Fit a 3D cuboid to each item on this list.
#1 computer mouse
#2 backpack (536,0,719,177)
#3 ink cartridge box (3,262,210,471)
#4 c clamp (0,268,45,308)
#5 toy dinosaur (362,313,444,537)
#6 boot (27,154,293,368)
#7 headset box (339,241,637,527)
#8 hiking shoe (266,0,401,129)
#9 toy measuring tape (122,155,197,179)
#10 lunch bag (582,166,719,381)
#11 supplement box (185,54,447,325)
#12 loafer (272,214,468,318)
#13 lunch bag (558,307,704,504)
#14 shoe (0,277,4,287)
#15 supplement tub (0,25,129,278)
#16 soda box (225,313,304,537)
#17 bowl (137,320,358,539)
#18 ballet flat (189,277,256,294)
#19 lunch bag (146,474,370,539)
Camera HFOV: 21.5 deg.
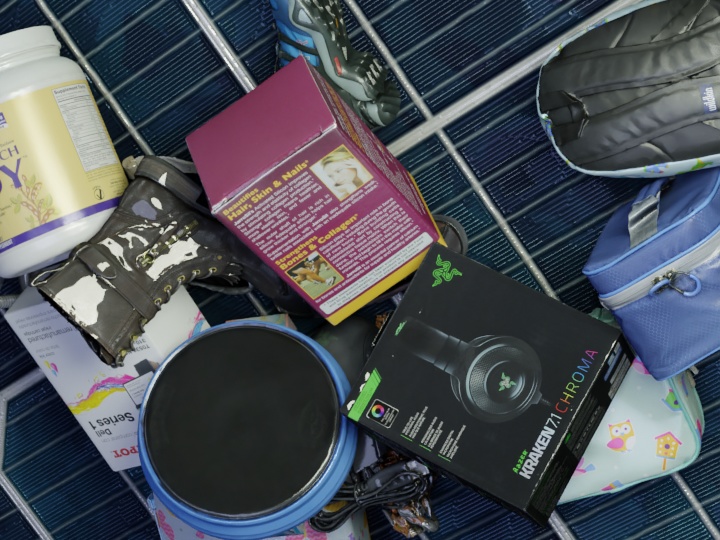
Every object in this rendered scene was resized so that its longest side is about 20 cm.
[{"bbox_3d":[-0.013,0.126,1.726,0.138,0.053,0.200,-24,60,27],"label":"computer mouse"},{"bbox_3d":[0.246,-0.147,1.556,0.200,0.154,0.163,-19,92,7],"label":"backpack"},{"bbox_3d":[-0.217,0.082,1.800,0.145,0.084,0.200,-16,117,33],"label":"ink cartridge box"},{"bbox_3d":[-0.360,0.009,1.803,0.027,0.200,0.171,14,98,43],"label":"c clamp"},{"bbox_3d":[0.043,0.147,1.769,0.136,0.102,0.200,-14,110,37],"label":"toy dinosaur"},{"bbox_3d":[-0.175,0.014,1.682,0.200,0.174,0.069,38,163,-16],"label":"boot"},{"bbox_3d":[0.104,0.094,1.621,0.200,0.093,0.174,27,82,23],"label":"headset box"},{"bbox_3d":[-0.051,-0.197,1.664,0.087,0.074,0.200,-29,100,25],"label":"hiking shoe"},{"bbox_3d":[-0.129,-0.068,1.741,0.200,0.074,0.074,4,113,14],"label":"toy measuring tape"},{"bbox_3d":[0.267,-0.012,1.566,0.136,0.200,0.132,-33,97,24],"label":"lunch bag"},{"bbox_3d":[-0.037,-0.065,1.632,0.131,0.103,0.200,-33,136,10],"label":"supplement box"},{"bbox_3d":[0.000,0.000,1.735,0.200,0.063,0.072,-18,105,24],"label":"loafer"},{"bbox_3d":[0.206,0.118,1.709,0.200,0.077,0.160,-20,100,23],"label":"lunch bag"},{"bbox_3d":[-0.403,-0.068,1.839,0.091,0.071,0.200,4,110,22],"label":"shoe"},{"bbox_3d":[-0.301,-0.108,1.733,0.145,0.145,0.200,-22,91,25],"label":"supplement tub"},{"bbox_3d":[-0.088,0.144,1.750,0.064,0.200,0.068,-6,152,12],"label":"soda box"},{"bbox_3d":[-0.103,0.138,1.683,0.201,0.039,0.201,-3,69,7],"label":"bowl"},{"bbox_3d":[-0.180,-0.016,1.791,0.200,0.057,0.066,5,112,16],"label":"ballet flat"},{"bbox_3d":[-0.095,0.259,1.841,0.200,0.127,0.170,-7,110,9],"label":"lunch bag"}]
